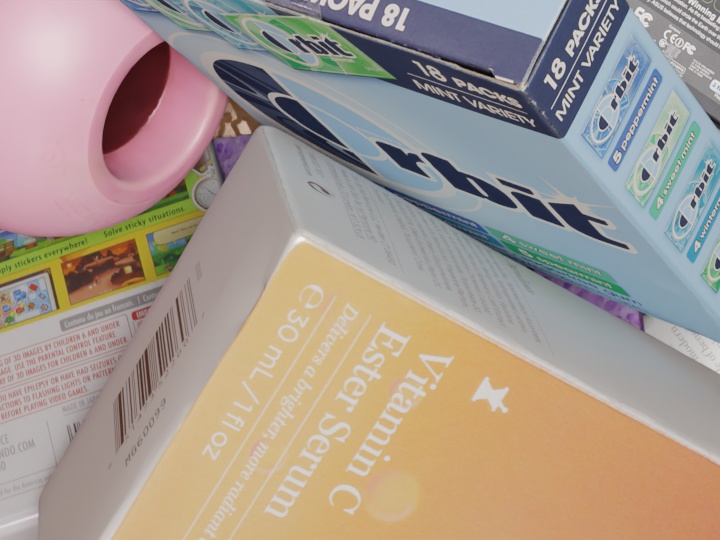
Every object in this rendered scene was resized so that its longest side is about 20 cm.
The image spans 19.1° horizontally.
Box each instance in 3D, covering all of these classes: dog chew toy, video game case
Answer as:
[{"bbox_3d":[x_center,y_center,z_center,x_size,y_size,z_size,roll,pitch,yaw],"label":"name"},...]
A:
[{"bbox_3d":[-0.138,-0.095,0.736,0.199,0.124,0.125,31,92,29],"label":"dog chew toy"},{"bbox_3d":[-0.139,0.012,0.763,0.199,0.023,0.183,-19,65,2],"label":"video game case"}]

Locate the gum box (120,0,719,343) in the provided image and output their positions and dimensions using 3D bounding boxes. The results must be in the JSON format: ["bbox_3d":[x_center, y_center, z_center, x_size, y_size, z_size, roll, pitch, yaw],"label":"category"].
[{"bbox_3d":[0.025,-0.053,0.644,0.169,0.200,0.045,23,82,33],"label":"gum box"}]

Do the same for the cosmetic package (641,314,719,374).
[{"bbox_3d":[0.168,0.036,0.784,0.200,0.071,0.102,-35,78,0],"label":"cosmetic package"}]

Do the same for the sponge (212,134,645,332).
[{"bbox_3d":[0.000,0.000,0.772,0.199,0.030,0.112,-7,65,8],"label":"sponge"}]

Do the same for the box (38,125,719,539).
[{"bbox_3d":[0.020,0.076,0.671,0.199,0.106,0.153,27,104,-16],"label":"box"}]

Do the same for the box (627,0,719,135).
[{"bbox_3d":[0.093,-0.140,0.631,0.199,0.049,0.162,31,90,-10],"label":"box"}]
